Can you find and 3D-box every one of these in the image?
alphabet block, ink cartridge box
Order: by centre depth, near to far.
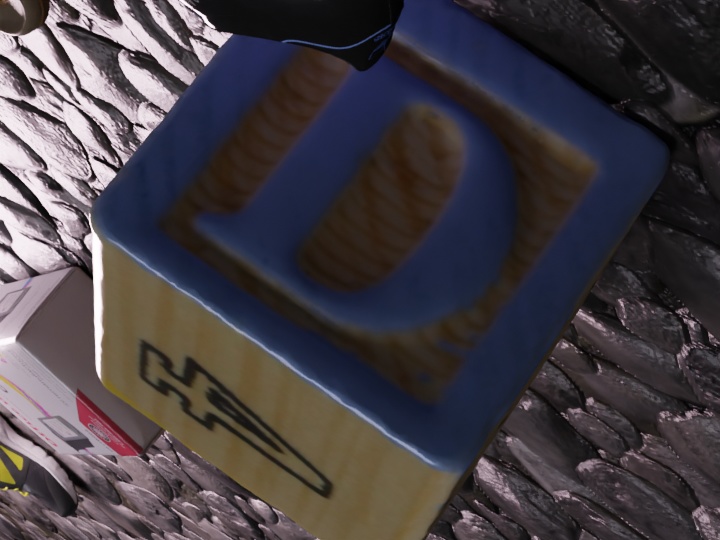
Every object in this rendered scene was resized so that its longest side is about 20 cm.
[{"bbox_3d":[0.000,0.000,0.857,0.196,0.196,0.200,36,159,8],"label":"alphabet block"},{"bbox_3d":[-0.245,0.081,1.515,0.148,0.086,0.200,44,155,-17],"label":"ink cartridge box"}]

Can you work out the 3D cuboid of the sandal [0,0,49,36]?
[{"bbox_3d":[-0.246,-0.198,1.012,0.080,0.054,0.201,17,150,39],"label":"sandal"}]

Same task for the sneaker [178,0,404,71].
[{"bbox_3d":[-0.072,-0.137,0.695,0.199,0.070,0.078,28,154,20],"label":"sneaker"}]

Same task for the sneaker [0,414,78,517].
[{"bbox_3d":[-0.407,0.220,2.019,0.200,0.085,0.074,41,158,-10],"label":"sneaker"}]
